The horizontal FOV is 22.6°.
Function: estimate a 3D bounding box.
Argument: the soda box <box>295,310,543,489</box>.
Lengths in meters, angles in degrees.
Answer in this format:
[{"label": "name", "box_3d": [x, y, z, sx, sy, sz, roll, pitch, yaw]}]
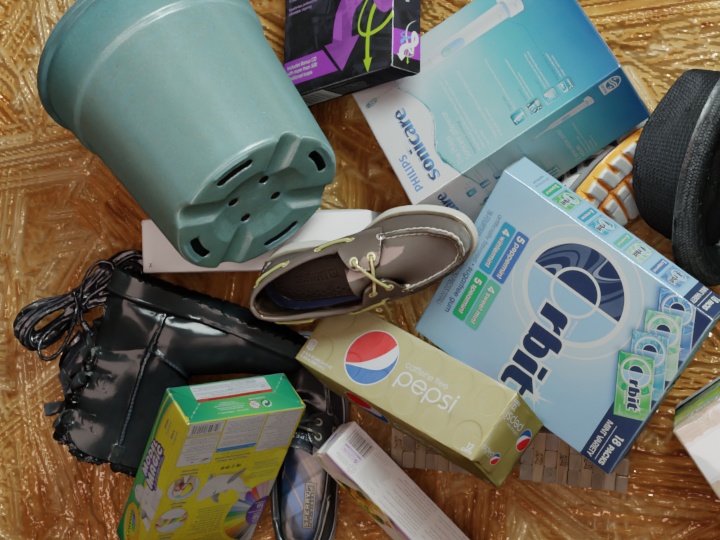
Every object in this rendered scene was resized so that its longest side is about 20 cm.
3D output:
[{"label": "soda box", "box_3d": [0.046, 0.097, 1.466, 0.200, 0.064, 0.068, 28, 77, 37]}]

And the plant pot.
[{"label": "plant pot", "box_3d": [-0.131, -0.120, 1.466, 0.200, 0.200, 0.196, -40, 62, 9]}]

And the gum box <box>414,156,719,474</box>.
[{"label": "gum box", "box_3d": [0.163, 0.037, 1.431, 0.200, 0.045, 0.170, 37, 122, 13]}]

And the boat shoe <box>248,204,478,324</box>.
[{"label": "boat shoe", "box_3d": [0.000, 0.000, 1.441, 0.199, 0.060, 0.072, -12, 114, 29]}]

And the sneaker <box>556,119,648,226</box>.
[{"label": "sneaker", "box_3d": [0.177, -0.061, 1.509, 0.200, 0.078, 0.077, -44, 47, -4]}]

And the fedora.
[{"label": "fedora", "box_3d": [0.281, -0.091, 1.463, 0.091, 0.200, 0.201, 21, 96, 39]}]

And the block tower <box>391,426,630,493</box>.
[{"label": "block tower", "box_3d": [0.128, 0.140, 1.522, 0.199, 0.058, 0.054, 5, 122, 8]}]

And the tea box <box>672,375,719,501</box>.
[{"label": "tea box", "box_3d": [0.364, 0.115, 1.416, 0.200, 0.197, 0.134, -35, 86, 9]}]

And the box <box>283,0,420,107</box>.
[{"label": "box", "box_3d": [-0.008, -0.248, 1.496, 0.143, 0.036, 0.201, -12, 73, 49]}]

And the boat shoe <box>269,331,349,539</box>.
[{"label": "boat shoe", "box_3d": [-0.051, 0.154, 1.556, 0.070, 0.066, 0.201, 5, 92, 10]}]

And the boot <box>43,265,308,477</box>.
[{"label": "boot", "box_3d": [-0.155, 0.100, 1.522, 0.198, 0.073, 0.163, 20, 96, -12]}]

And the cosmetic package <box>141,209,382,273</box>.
[{"label": "cosmetic package", "box_3d": [-0.081, -0.025, 1.549, 0.199, 0.083, 0.051, -2, 92, 9]}]

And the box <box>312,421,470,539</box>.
[{"label": "box", "box_3d": [0.044, 0.212, 1.527, 0.200, 0.039, 0.041, 45, 68, -7]}]

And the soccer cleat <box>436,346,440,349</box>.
[{"label": "soccer cleat", "box_3d": [0.162, 0.057, 1.516, 0.199, 0.068, 0.073, -4, 93, 14]}]

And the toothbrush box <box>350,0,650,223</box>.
[{"label": "toothbrush box", "box_3d": [0.112, -0.139, 1.480, 0.200, 0.085, 0.147, -34, 54, 8]}]

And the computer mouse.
[{"label": "computer mouse", "box_3d": [-0.201, 0.093, 1.589, 0.138, 0.053, 0.200, -31, 83, -2]}]

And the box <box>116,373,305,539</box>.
[{"label": "box", "box_3d": [-0.130, 0.178, 1.519, 0.048, 0.117, 0.200, 52, 134, 38]}]
